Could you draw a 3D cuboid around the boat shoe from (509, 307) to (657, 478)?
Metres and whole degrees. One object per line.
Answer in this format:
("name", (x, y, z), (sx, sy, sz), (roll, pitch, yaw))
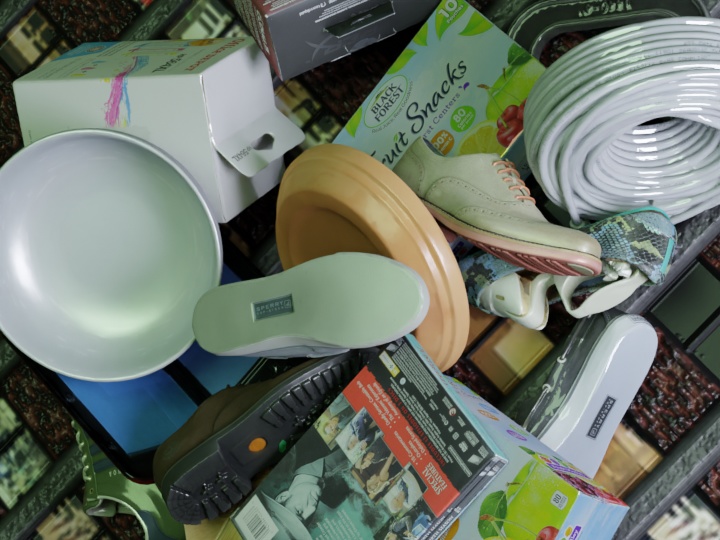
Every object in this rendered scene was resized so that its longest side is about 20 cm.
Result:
("boat shoe", (0.146, 0.113, 1.541), (0.066, 0.070, 0.200), (30, 92, 45))

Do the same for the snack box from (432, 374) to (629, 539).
("snack box", (0.072, 0.188, 1.482), (0.200, 0.068, 0.169), (34, 100, 45))

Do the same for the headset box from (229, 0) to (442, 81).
("headset box", (-0.034, -0.251, 1.659), (0.148, 0.075, 0.200), (-24, 49, -9))

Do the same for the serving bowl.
("serving bowl", (-0.200, -0.017, 1.607), (0.199, 0.066, 0.201), (2, 104, 7))

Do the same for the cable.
("cable", (0.218, -0.106, 1.495), (0.199, 0.200, 0.069), (-18, 58, 18))

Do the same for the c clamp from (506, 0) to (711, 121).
("c clamp", (0.185, -0.141, 1.616), (0.199, 0.027, 0.172), (-11, 71, 22))

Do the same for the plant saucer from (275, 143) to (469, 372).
("plant saucer", (0.000, 0.000, 1.570), (0.037, 0.201, 0.200), (-32, 58, -31))

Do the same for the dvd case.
("dvd case", (0.002, 0.160, 1.487), (0.200, 0.022, 0.146), (-48, 48, 11))

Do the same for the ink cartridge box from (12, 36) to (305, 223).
("ink cartridge box", (-0.158, -0.115, 1.673), (0.199, 0.129, 0.126), (-1, 110, 23))

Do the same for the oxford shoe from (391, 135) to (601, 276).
("oxford shoe", (0.099, -0.050, 1.514), (0.200, 0.071, 0.074), (22, 86, 34))

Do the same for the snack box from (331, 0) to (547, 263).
("snack box", (0.063, -0.100, 1.624), (0.200, 0.053, 0.142), (-52, 54, 8))

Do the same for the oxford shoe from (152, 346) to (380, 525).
("oxford shoe", (-0.074, 0.105, 1.563), (0.200, 0.073, 0.084), (-30, 37, -7))

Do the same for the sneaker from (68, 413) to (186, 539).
("sneaker", (-0.204, 0.157, 1.674), (0.200, 0.067, 0.090), (39, 87, 24))

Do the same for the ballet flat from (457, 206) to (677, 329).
("ballet flat", (0.145, 0.008, 1.545), (0.200, 0.074, 0.075), (-20, 68, 36))

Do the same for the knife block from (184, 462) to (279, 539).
("knife block", (-0.044, 0.202, 1.570), (0.175, 0.064, 0.201), (-24, 51, 15))

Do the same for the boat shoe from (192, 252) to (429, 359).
("boat shoe", (-0.029, 0.029, 1.530), (0.200, 0.071, 0.070), (-8, 81, 31))

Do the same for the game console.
("game console", (-0.157, 0.054, 1.654), (0.172, 0.119, 0.200), (-49, 64, 7))
